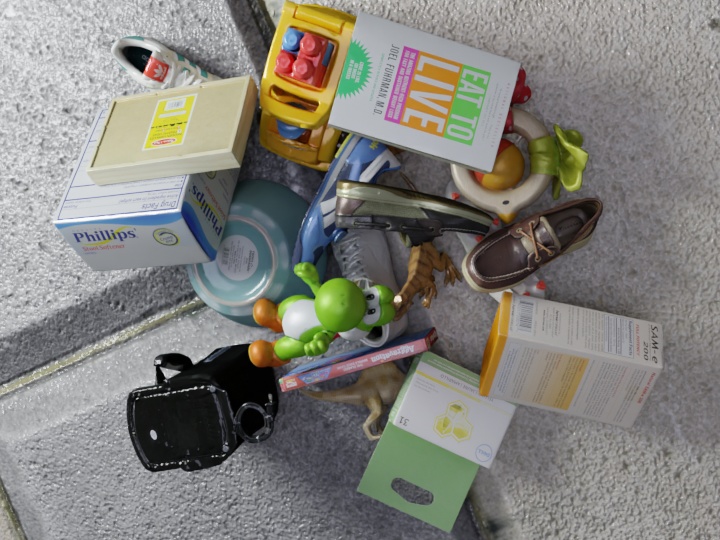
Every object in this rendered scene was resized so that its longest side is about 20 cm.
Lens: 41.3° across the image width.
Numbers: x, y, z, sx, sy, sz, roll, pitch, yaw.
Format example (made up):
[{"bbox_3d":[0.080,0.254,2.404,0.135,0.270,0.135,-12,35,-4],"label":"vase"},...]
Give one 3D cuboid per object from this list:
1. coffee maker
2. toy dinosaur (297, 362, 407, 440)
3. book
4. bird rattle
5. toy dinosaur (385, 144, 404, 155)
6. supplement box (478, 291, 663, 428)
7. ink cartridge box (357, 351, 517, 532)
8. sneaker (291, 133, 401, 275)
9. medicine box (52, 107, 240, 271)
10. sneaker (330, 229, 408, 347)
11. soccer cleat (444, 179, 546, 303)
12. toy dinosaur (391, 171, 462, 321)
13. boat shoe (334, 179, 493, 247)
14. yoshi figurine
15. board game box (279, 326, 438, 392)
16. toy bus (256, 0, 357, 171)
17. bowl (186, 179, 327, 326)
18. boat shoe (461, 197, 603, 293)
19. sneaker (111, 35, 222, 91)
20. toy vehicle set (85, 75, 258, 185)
[{"bbox_3d":[-0.175,0.178,1.237,0.189,0.200,0.137,13,101,12],"label":"coffee maker"},{"bbox_3d":[0.021,0.171,1.275,0.197,0.058,0.103,-14,84,-1],"label":"toy dinosaur"},{"bbox_3d":[0.074,-0.206,1.112,0.197,0.048,0.136,16,93,-4],"label":"book"},{"bbox_3d":[0.180,-0.153,1.165,0.200,0.113,0.164,41,92,2],"label":"bird rattle"},{"bbox_3d":[0.064,-0.183,1.233,0.198,0.061,0.107,-24,113,7],"label":"toy dinosaur"},{"bbox_3d":[0.255,0.110,1.169,0.197,0.074,0.127,12,137,3],"label":"supplement box"},{"bbox_3d":[0.100,0.222,1.228,0.144,0.048,0.202,25,85,-7],"label":"ink cartridge box"},{"bbox_3d":[-0.022,-0.075,1.184,0.081,0.074,0.202,28,98,-6],"label":"sneaker"},{"bbox_3d":[-0.261,-0.112,1.210,0.179,0.103,0.202,-4,54,19],"label":"medicine box"},{"bbox_3d":[0.000,0.000,1.226,0.073,0.115,0.202,-25,90,17],"label":"sneaker"},{"bbox_3d":[0.162,-0.024,1.218,0.069,0.078,0.202,-25,75,-22],"label":"soccer cleat"},{"bbox_3d":[0.083,-0.020,1.218,0.060,0.106,0.202,-10,52,29],"label":"toy dinosaur"},{"bbox_3d":[0.061,-0.061,1.143,0.198,0.072,0.067,11,100,-17],"label":"boat shoe"},{"bbox_3d":[-0.055,0.052,1.136,0.198,0.112,0.114,-18,105,34],"label":"yoshi figurine"},{"bbox_3d":[0.000,0.115,1.244,0.197,0.103,0.020,-17,90,13],"label":"board game box"},{"bbox_3d":[-0.065,-0.227,1.176,0.134,0.192,0.203,21,101,7],"label":"toy bus"},{"bbox_3d":[-0.152,-0.017,1.261,0.197,0.105,0.204,2,97,12],"label":"bowl"},{"bbox_3d":[0.212,-0.038,1.152,0.198,0.072,0.073,-22,73,-21],"label":"boat shoe"},{"bbox_3d":[-0.243,-0.247,1.258,0.198,0.093,0.071,33,102,6],"label":"sneaker"},{"bbox_3d":[-0.226,-0.169,1.152,0.197,0.027,0.126,-5,53,19],"label":"toy vehicle set"}]
